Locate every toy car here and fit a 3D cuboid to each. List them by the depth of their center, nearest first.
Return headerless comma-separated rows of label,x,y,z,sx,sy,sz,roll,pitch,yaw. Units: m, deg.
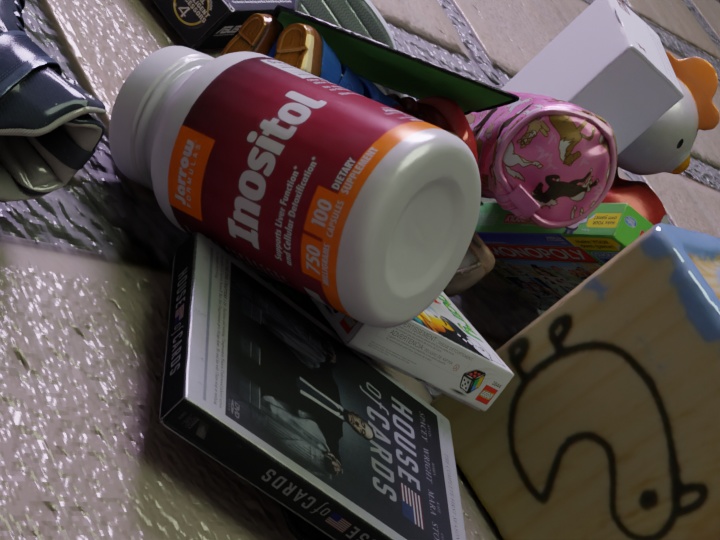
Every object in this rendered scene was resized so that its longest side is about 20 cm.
toy car,0.246,-0.101,1.542,0.177,0.200,0.184,52,23,7

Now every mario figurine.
mario figurine,-0.002,-0.079,1.111,0.200,0.106,0.124,30,29,-41

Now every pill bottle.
pill bottle,-0.042,-0.055,0.969,0.200,0.113,0.113,25,8,32

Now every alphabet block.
alphabet block,0.201,0.108,1.126,0.196,0.200,0.195,10,43,-57

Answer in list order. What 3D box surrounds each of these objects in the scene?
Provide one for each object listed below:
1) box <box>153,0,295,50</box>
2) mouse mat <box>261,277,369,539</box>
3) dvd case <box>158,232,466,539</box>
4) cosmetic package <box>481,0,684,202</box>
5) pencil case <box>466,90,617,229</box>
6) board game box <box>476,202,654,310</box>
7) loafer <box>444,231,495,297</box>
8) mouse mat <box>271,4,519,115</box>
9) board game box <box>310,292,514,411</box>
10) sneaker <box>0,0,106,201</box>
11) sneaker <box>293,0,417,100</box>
box,-0.117,-0.239,1.288,0.161,0.049,0.200,50,21,7
mouse mat,-0.022,0.080,0.990,0.161,0.008,0.200,20,35,-50
dvd case,-0.022,0.081,0.928,0.200,0.025,0.150,37,25,-24
cosmetic package,0.159,-0.120,1.409,0.074,0.200,0.102,37,26,-27
pencil case,0.114,-0.080,1.201,0.083,0.087,0.200,9,6,-10
board game box,0.163,-0.007,1.293,0.135,0.029,0.200,33,-17,-32
loafer,0.025,-0.065,1.226,0.200,0.063,0.072,61,-11,21
mouse mat,0.013,-0.135,1.144,0.161,0.008,0.200,20,1,-7
board game box,0.000,0.000,1.080,0.126,0.035,0.200,29,15,-42
sneaker,-0.183,-0.114,0.907,0.146,0.077,0.202,38,32,2
sneaker,0.008,-0.134,1.317,0.200,0.073,0.071,62,5,-17
